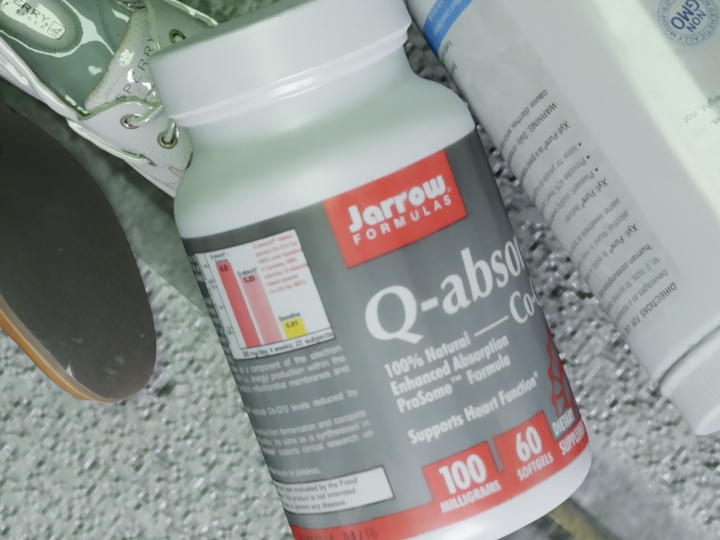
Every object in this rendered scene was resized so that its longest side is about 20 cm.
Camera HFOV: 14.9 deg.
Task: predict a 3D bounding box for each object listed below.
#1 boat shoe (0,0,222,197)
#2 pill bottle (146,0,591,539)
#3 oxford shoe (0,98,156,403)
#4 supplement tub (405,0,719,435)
[{"bbox_3d":[-0.083,-0.073,1.077,0.200,0.069,0.071,25,89,14],"label":"boat shoe"},{"bbox_3d":[0.000,0.000,1.002,0.116,0.116,0.200,-19,99,12],"label":"pill bottle"},{"bbox_3d":[-0.156,-0.023,1.104,0.200,0.071,0.071,52,134,6],"label":"oxford shoe"},{"bbox_3d":[0.118,-0.057,0.994,0.132,0.132,0.200,-34,79,9],"label":"supplement tub"}]
